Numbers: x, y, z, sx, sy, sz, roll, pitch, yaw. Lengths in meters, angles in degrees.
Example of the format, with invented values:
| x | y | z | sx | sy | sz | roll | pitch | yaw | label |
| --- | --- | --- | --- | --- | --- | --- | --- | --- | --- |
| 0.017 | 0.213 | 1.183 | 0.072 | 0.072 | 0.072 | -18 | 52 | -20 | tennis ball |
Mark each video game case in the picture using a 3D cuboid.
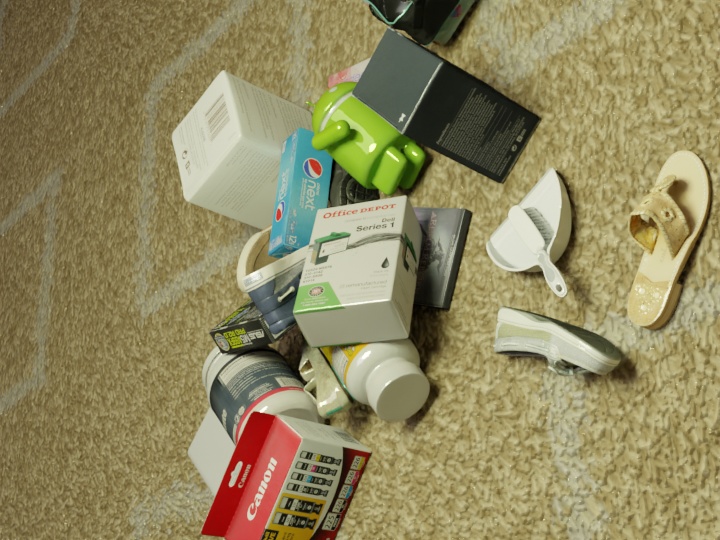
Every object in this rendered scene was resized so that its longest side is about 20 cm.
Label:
| x | y | z | sx | sy | sz | roll | pitch | yaw | label |
| --- | --- | --- | --- | --- | --- | --- | --- | --- | --- |
| 0.073 | -0.023 | 1.516 | 0.199 | 0.019 | 0.145 | 6 | 79 | 52 | video game case |

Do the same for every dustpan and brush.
| x | y | z | sx | sy | sz | roll | pitch | yaw | label |
| --- | --- | --- | --- | --- | --- | --- | --- | --- | --- |
| 0.226 | -0.031 | 1.298 | 0.140 | 0.057 | 0.201 | -50 | 42 | 24 | dustpan and brush |

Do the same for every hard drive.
| x | y | z | sx | sy | sz | roll | pitch | yaw | label |
| --- | --- | --- | --- | --- | --- | --- | --- | --- | --- |
| -0.217 | 0.309 | 1.724 | 0.200 | 0.025 | 0.133 | 41 | 107 | 50 | hard drive |

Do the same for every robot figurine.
| x | y | z | sx | sy | sz | roll | pitch | yaw | label |
| --- | --- | --- | --- | --- | --- | --- | --- | --- | --- |
| 0.006 | -0.205 | 1.567 | 0.200 | 0.174 | 0.116 | 45 | 134 | 23 | robot figurine |

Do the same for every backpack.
| x | y | z | sx | sy | sz | roll | pitch | yaw | label |
| --- | --- | --- | --- | --- | --- | --- | --- | --- | --- |
| 0.085 | -0.452 | 1.572 | 0.200 | 0.153 | 0.177 | 45 | 108 | 39 | backpack |

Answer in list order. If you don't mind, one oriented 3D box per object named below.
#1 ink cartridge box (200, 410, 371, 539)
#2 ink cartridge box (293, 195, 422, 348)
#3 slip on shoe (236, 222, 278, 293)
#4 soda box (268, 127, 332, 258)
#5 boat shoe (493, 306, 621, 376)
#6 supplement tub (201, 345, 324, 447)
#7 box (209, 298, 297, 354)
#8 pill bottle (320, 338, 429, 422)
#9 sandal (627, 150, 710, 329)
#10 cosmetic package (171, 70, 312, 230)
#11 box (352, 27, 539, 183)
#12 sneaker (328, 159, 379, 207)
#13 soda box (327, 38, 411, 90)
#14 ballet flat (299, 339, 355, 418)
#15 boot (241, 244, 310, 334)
| x | y | z | sx | sy | sz | roll | pitch | yaw | label |
| --- | --- | --- | --- | --- | --- | --- | --- | --- | --- |
| -0.106 | 0.317 | 1.464 | 0.084 | 0.174 | 0.202 | 28 | 97 | 52 | ink cartridge box |
| 0.000 | 0.000 | 1.429 | 0.144 | 0.085 | 0.201 | -8 | 45 | 19 | ink cartridge box |
| -0.127 | -0.036 | 1.672 | 0.060 | 0.077 | 0.200 | 5 | 36 | 32 | slip on shoe |
| -0.092 | -0.116 | 1.621 | 0.064 | 0.067 | 0.202 | -28 | 51 | 57 | soda box |
| 0.230 | 0.093 | 1.237 | 0.201 | 0.074 | 0.066 | 21 | 97 | 56 | boat shoe |
| -0.154 | 0.203 | 1.599 | 0.141 | 0.139 | 0.200 | -60 | 39 | 12 | supplement tub |
| -0.117 | 0.047 | 1.587 | 0.200 | 0.045 | 0.160 | -40 | 14 | -36 | box |
| 0.015 | 0.117 | 1.451 | 0.113 | 0.112 | 0.200 | -57 | 39 | 17 | pill bottle |
| 0.334 | -0.044 | 1.165 | 0.077 | 0.069 | 0.214 | 8 | 81 | 51 | sandal |
| -0.186 | -0.196 | 1.758 | 0.166 | 0.199 | 0.169 | -44 | 45 | 29 | cosmetic package |
| 0.115 | -0.223 | 1.402 | 0.108 | 0.199 | 0.148 | -60 | 40 | 14 | box |
| -0.024 | -0.132 | 1.648 | 0.091 | 0.075 | 0.202 | -41 | 38 | 41 | sneaker |
| 0.031 | -0.298 | 1.647 | 0.199 | 0.063 | 0.071 | -14 | 64 | 47 | soda box |
| -0.063 | 0.151 | 1.535 | 0.062 | 0.068 | 0.200 | -33 | 27 | 1 | ballet flat |
| -0.093 | 0.024 | 1.468 | 0.072 | 0.200 | 0.091 | -25 | 93 | 31 | boot |
